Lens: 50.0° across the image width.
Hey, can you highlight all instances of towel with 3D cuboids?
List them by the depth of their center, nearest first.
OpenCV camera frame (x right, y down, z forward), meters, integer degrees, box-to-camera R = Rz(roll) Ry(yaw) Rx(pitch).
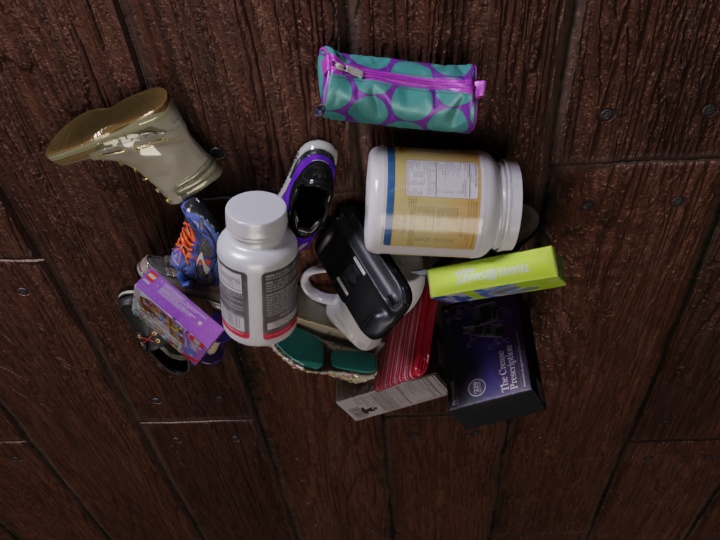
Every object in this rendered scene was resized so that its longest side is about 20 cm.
[{"bbox_3d":[0.071,0.114,1.239,0.022,0.146,0.200,16,160,-14],"label":"towel"}]

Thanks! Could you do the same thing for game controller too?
[{"bbox_3d":[0.000,0.000,1.115,0.042,0.201,0.105,-1,138,-40],"label":"game controller"}]

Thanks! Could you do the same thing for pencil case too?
[{"bbox_3d":[0.045,-0.218,0.941,0.198,0.086,0.092,5,169,-6],"label":"pencil case"}]

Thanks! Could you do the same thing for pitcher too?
[{"bbox_3d":[0.001,0.021,1.212,0.171,0.122,0.200,31,141,-4],"label":"pitcher"}]

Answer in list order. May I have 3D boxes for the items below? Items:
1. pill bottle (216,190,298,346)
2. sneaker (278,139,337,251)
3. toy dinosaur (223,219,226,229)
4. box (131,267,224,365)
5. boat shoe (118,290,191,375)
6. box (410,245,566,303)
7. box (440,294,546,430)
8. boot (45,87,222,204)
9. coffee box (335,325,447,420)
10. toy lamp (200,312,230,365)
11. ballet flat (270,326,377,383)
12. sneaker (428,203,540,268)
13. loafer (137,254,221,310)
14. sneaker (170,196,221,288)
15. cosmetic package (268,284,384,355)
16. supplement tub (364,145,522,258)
[{"bbox_3d":[-0.141,-0.003,1.066,0.110,0.111,0.201,2,127,-2],"label":"pill bottle"},{"bbox_3d":[-0.084,-0.080,1.092,0.069,0.100,0.201,9,138,-12],"label":"sneaker"},{"bbox_3d":[-0.159,-0.004,1.184,0.076,0.103,0.201,-2,140,3],"label":"toy dinosaur"},{"bbox_3d":[-0.282,0.076,1.175,0.137,0.039,0.200,41,158,-5],"label":"box"},{"bbox_3d":[-0.354,0.110,1.353,0.073,0.063,0.202,-12,137,19],"label":"boat shoe"},{"bbox_3d":[0.183,0.010,1.095,0.198,0.048,0.122,-10,170,19],"label":"box"},{"bbox_3d":[0.214,0.143,1.272,0.140,0.201,0.079,-21,136,23],"label":"box"},{"bbox_3d":[-0.304,-0.149,1.042,0.198,0.073,0.155,-16,139,18],"label":"boot"},{"bbox_3d":[0.060,0.182,1.390,0.199,0.115,0.080,-21,135,22],"label":"coffee box"},{"bbox_3d":[-0.255,0.123,1.337,0.058,0.059,0.200,11,157,-12],"label":"toy lamp"},{"bbox_3d":[-0.066,0.148,1.274,0.199,0.076,0.064,21,143,-18],"label":"ballet flat"},{"bbox_3d":[0.211,-0.029,1.181,0.111,0.074,0.199,28,140,-35],"label":"sneaker"},{"bbox_3d":[-0.256,0.010,1.239,0.199,0.072,0.063,25,118,-34],"label":"loafer"},{"bbox_3d":[-0.237,-0.028,1.118,0.078,0.076,0.201,-22,149,-17],"label":"sneaker"},{"bbox_3d":[-0.067,0.097,1.324,0.199,0.074,0.104,18,137,-18],"label":"cosmetic package"},{"bbox_3d":[0.107,-0.091,1.043,0.198,0.146,0.145,3,140,-2],"label":"supplement tub"}]
